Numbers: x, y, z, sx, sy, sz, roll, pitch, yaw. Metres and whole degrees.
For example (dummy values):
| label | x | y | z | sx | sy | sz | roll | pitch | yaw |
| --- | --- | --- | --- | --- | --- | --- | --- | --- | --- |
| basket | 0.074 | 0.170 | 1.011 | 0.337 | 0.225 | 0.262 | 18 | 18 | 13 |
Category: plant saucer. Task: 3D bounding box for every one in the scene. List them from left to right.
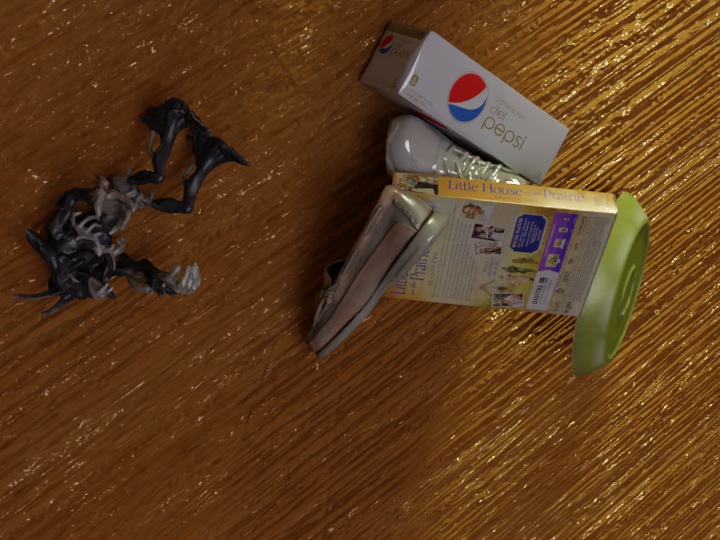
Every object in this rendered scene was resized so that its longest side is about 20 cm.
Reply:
| label | x | y | z | sx | sy | sz | roll | pitch | yaw |
| --- | --- | --- | --- | --- | --- | --- | --- | --- | --- |
| plant saucer | 0.268 | 0.019 | 1.132 | 0.200 | 0.031 | 0.201 | -47 | 146 | -47 |

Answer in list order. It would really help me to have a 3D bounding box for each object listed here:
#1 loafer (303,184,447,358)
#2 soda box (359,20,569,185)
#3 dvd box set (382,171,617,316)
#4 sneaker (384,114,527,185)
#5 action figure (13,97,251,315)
| label | x | y | z | sx | sy | sz | roll | pitch | yaw |
| --- | --- | --- | --- | --- | --- | --- | --- | --- | --- |
| loafer | 0.000 | 0.000 | 0.964 | 0.063 | 0.072 | 0.200 | 40 | 128 | -2 |
| soda box | 0.099 | -0.153 | 0.998 | 0.200 | 0.068 | 0.064 | 26 | 93 | -37 |
| dvd box set | 0.120 | -0.021 | 0.991 | 0.199 | 0.029 | 0.147 | 5 | 138 | 0 |
| sneaker | 0.102 | -0.084 | 0.999 | 0.200 | 0.099 | 0.078 | 36 | 60 | -42 |
| action figure | -0.180 | -0.036 | 0.845 | 0.200 | 0.102 | 0.119 | -52 | 138 | -7 |
